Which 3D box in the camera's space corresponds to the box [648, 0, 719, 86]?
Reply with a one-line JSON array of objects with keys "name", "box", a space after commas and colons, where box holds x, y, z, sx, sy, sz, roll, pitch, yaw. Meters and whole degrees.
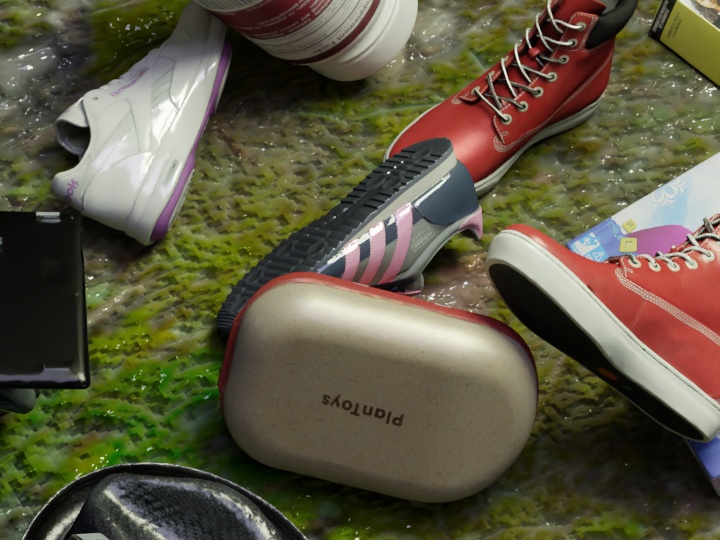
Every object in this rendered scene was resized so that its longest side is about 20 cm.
[{"name": "box", "box": [0.311, -0.147, 1.899, 0.200, 0.050, 0.075, 41, 56, 16]}]

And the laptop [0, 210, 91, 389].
[{"name": "laptop", "box": [-0.268, 0.018, 1.606, 0.187, 0.116, 0.200, 1, 53, -12]}]

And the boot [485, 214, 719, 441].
[{"name": "boot", "box": [0.180, -0.004, 1.643, 0.200, 0.072, 0.144, 36, 77, -25]}]

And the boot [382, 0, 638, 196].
[{"name": "boot", "box": [0.103, -0.131, 1.783, 0.200, 0.144, 0.072, -33, 70, -28]}]

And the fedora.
[{"name": "fedora", "box": [-0.105, 0.178, 1.550, 0.200, 0.092, 0.201, 6, 54, -9]}]

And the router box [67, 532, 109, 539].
[{"name": "router box", "box": [-0.124, 0.268, 1.458, 0.200, 0.052, 0.157, 37, 94, 14]}]

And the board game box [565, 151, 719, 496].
[{"name": "board game box", "box": [0.270, 0.015, 1.730, 0.199, 0.041, 0.200, -31, 64, 1]}]

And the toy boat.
[{"name": "toy boat", "box": [0.014, 0.062, 1.659, 0.200, 0.131, 0.131, 15, 25, -3]}]

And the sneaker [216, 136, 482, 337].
[{"name": "sneaker", "box": [0.000, 0.000, 1.718, 0.200, 0.082, 0.070, -37, 25, -13]}]

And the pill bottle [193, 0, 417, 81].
[{"name": "pill bottle", "box": [-0.050, -0.207, 1.760, 0.114, 0.200, 0.114, -11, 67, 28]}]

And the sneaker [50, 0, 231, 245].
[{"name": "sneaker", "box": [-0.146, -0.114, 1.756, 0.099, 0.075, 0.200, 18, 54, -1]}]

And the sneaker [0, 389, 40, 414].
[{"name": "sneaker", "box": [-0.296, 0.091, 1.594, 0.200, 0.079, 0.096, 1, 77, -12]}]
